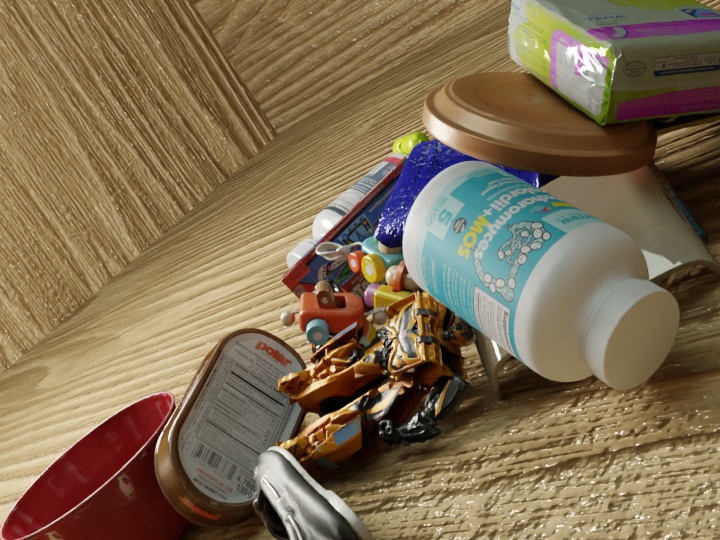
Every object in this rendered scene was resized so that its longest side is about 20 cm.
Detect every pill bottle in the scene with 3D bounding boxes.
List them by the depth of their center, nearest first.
[{"bbox_3d":[0.125,0.004,0.655,0.110,0.112,0.199,-38,40,-14],"label":"pill bottle"},{"bbox_3d":[0.008,-0.045,1.173,0.199,0.120,0.119,-41,16,-20],"label":"pill bottle"}]

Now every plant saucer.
[{"bbox_3d":[0.151,-0.131,0.781,0.196,0.033,0.201,5,28,-3],"label":"plant saucer"}]

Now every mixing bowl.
[{"bbox_3d":[-0.230,0.224,0.886,0.198,0.109,0.200,-32,14,9],"label":"mixing bowl"}]

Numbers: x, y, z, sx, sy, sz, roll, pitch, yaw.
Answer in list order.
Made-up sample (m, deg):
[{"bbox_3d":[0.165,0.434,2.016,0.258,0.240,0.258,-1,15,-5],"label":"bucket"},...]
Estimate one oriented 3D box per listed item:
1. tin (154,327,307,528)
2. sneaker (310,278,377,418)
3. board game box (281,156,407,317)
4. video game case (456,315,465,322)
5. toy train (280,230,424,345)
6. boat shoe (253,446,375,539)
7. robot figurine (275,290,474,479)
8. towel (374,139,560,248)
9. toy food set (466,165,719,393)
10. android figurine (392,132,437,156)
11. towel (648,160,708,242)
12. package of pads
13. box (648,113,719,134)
[{"bbox_3d":[-0.110,0.138,0.848,0.042,0.111,0.201,-42,18,42],"label":"tin"},{"bbox_3d":[-0.033,0.075,0.948,0.069,0.091,0.201,-30,16,14],"label":"sneaker"},{"bbox_3d":[0.014,-0.022,1.054,0.200,0.103,0.019,-43,12,11],"label":"board game box"},{"bbox_3d":[0.137,-0.007,0.969,0.180,0.023,0.201,-31,16,14],"label":"video game case"},{"bbox_3d":[0.000,0.000,0.941,0.147,0.057,0.201,2,29,3],"label":"toy train"},{"bbox_3d":[-0.053,0.186,0.702,0.057,0.068,0.199,-34,17,-19],"label":"boat shoe"},{"bbox_3d":[0.011,0.094,0.784,0.199,0.058,0.147,-36,38,29],"label":"robot figurine"},{"bbox_3d":[0.113,-0.095,0.904,0.198,0.050,0.149,-14,33,38],"label":"towel"},{"bbox_3d":[0.172,-0.001,0.755,0.198,0.061,0.145,-28,42,11],"label":"toy food set"},{"bbox_3d":[0.137,-0.150,1.208,0.179,0.042,0.200,4,2,-18],"label":"android figurine"},{"bbox_3d":[0.185,-0.023,0.817,0.198,0.022,0.148,-30,42,12],"label":"towel"},{"bbox_3d":[0.225,-0.189,0.784,0.152,0.069,0.201,-8,31,-13],"label":"package of pads"},{"bbox_3d":[0.324,-0.177,0.902,0.196,0.050,0.160,-14,12,-7],"label":"box"}]
